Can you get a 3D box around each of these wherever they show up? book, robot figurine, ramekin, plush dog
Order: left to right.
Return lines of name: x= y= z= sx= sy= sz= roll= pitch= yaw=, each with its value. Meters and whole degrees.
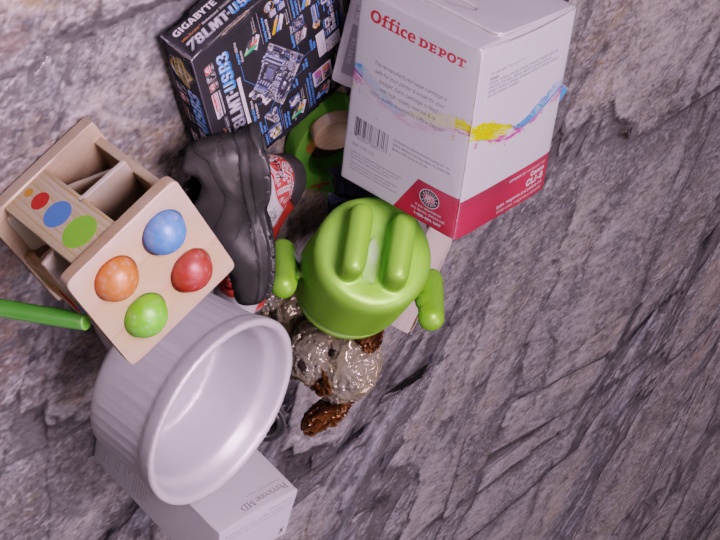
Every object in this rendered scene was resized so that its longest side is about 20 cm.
ramekin: x=-0.165 y=0.114 z=1.655 sx=0.200 sy=0.098 sz=0.201 roll=-42 pitch=149 yaw=-33
plush dog: x=-0.048 y=0.075 z=1.859 sx=0.160 sy=0.172 sz=0.200 roll=-22 pitch=141 yaw=-45
robot figurine: x=0.000 y=0.000 z=1.684 sx=0.200 sy=0.175 sz=0.116 roll=129 pitch=-31 yaw=-70
book: x=0.079 y=-0.022 z=1.987 sx=0.134 sy=0.048 sz=0.200 roll=-62 pitch=180 yaw=18

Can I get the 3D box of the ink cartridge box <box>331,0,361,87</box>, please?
ink cartridge box: x=0.055 y=-0.268 z=1.667 sx=0.200 sy=0.050 sz=0.161 roll=-29 pitch=139 yaw=-54

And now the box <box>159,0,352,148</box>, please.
box: x=-0.083 y=-0.204 z=1.594 sx=0.198 sy=0.050 sz=0.200 roll=-42 pitch=153 yaw=-17

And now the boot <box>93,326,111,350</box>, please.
boot: x=-0.211 y=0.031 z=1.660 sx=0.090 sy=0.073 sz=0.200 roll=-35 pitch=149 yaw=-16

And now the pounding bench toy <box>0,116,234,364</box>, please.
pounding bench toy: x=-0.235 y=0.004 z=1.471 sx=0.200 sy=0.156 sz=0.124 roll=-45 pitch=139 yaw=-12

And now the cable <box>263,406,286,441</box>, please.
cable: x=-0.134 y=0.098 z=1.796 sx=0.097 sy=0.050 sz=0.200 roll=-38 pitch=127 yaw=15

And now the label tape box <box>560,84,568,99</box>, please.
label tape box: x=0.113 y=-0.190 z=1.886 sx=0.200 sy=0.066 sz=0.143 roll=26 pitch=102 yaw=-41

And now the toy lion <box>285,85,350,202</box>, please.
toy lion: x=0.013 y=-0.120 z=1.792 sx=0.200 sy=0.069 sz=0.192 roll=-4 pitch=146 yaw=-26

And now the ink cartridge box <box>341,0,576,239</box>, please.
ink cartridge box: x=0.088 y=-0.164 z=1.586 sx=0.145 sy=0.145 sz=0.200 roll=-29 pitch=139 yaw=-39

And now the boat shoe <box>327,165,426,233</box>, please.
boat shoe: x=0.018 y=-0.064 z=1.788 sx=0.200 sy=0.093 sz=0.075 roll=71 pitch=23 yaw=-70

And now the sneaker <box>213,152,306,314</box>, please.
sneaker: x=-0.132 y=-0.025 z=1.725 sx=0.108 sy=0.067 sz=0.202 roll=-9 pitch=129 yaw=-50

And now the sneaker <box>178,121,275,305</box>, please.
sneaker: x=-0.126 y=-0.049 z=1.610 sx=0.091 sy=0.076 sz=0.200 roll=-9 pitch=128 yaw=-7

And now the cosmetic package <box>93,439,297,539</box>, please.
cosmetic package: x=-0.174 y=0.211 z=1.804 sx=0.113 sy=0.200 sz=0.081 roll=-28 pitch=146 yaw=-39
